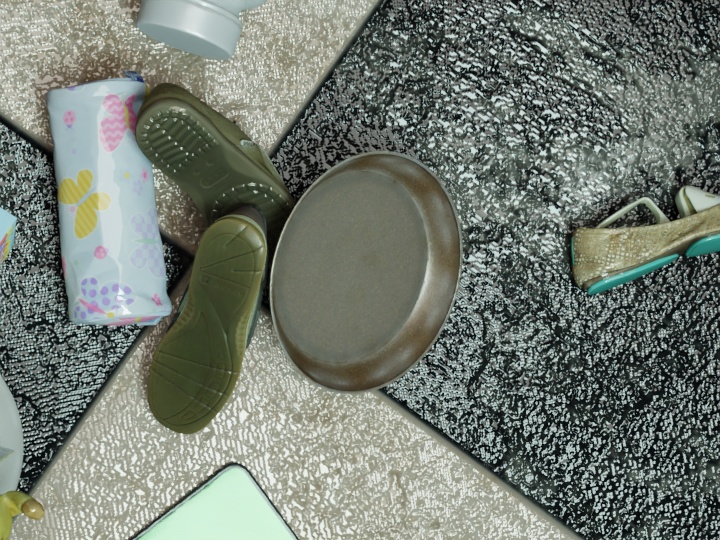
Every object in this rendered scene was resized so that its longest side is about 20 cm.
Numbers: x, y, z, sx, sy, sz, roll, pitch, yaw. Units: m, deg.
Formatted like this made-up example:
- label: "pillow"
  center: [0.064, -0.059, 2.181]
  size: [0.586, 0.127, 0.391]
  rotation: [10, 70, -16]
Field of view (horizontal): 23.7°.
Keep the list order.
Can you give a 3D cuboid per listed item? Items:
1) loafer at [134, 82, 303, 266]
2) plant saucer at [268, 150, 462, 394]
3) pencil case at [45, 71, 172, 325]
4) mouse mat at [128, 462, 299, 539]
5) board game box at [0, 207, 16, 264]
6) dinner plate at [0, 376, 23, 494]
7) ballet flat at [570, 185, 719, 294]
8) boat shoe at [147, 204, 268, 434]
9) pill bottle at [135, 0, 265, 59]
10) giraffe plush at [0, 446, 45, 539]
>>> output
- label: "loafer"
  center: [-0.107, -0.080, 1.370]
  size: [0.076, 0.068, 0.200]
  rotation: [-24, 133, 14]
- label: "plant saucer"
  center: [0.000, 0.000, 1.400]
  size: [0.200, 0.032, 0.201]
  rotation: [-11, 108, -36]
- label: "pencil case"
  center: [-0.199, -0.054, 1.367]
  size: [0.083, 0.091, 0.201]
  rotation: [-6, 88, 22]
- label: "mouse mat"
  center: [-0.106, 0.281, 1.417]
  size: [0.161, 0.008, 0.200]
  rotation: [-37, 97, -11]
- label: "board game box"
  center: [-0.358, 0.025, 1.303]
  size: [0.105, 0.103, 0.200]
  rotation: [32, 75, -5]
- label: "dinner plate"
  center: [-0.367, 0.142, 1.354]
  size: [0.199, 0.024, 0.201]
  rotation: [1, 87, -12]
- label: "ballet flat"
  center: [0.271, -0.038, 1.482]
  size: [0.199, 0.071, 0.066]
  rotation: [-16, 78, -16]
- label: "boat shoe"
  center: [-0.113, 0.039, 1.369]
  size: [0.072, 0.066, 0.201]
  rotation: [24, 117, 7]
- label: "pill bottle"
  center: [-0.112, -0.278, 1.377]
  size: [0.111, 0.111, 0.201]
  rotation: [18, 85, -12]
- label: "giraffe plush"
  center: [-0.327, 0.247, 1.300]
  size: [0.200, 0.172, 0.163]
  rotation: [-28, 127, -45]
